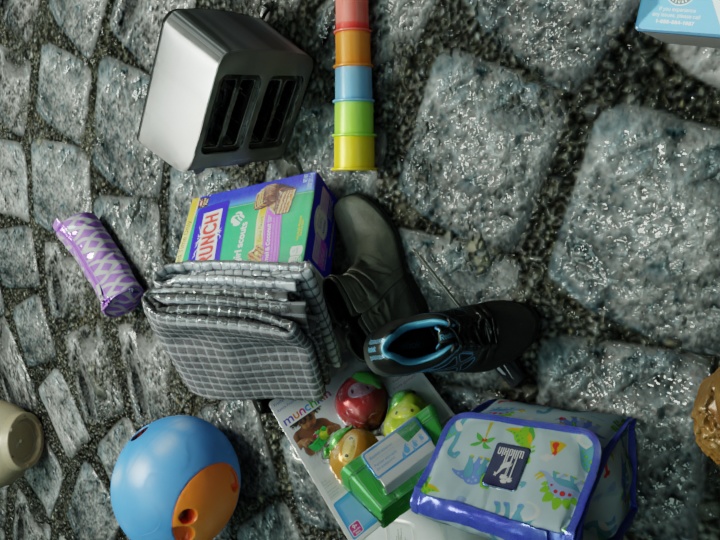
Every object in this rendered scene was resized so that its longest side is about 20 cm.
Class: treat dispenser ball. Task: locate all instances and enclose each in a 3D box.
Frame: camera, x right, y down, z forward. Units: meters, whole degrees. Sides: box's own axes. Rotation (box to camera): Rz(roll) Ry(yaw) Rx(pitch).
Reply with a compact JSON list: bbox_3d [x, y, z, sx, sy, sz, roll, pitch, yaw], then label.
[{"bbox_3d":[-0.284,0.330,1.044,0.197,0.199,0.207,9,105,36],"label":"treat dispenser ball"}]

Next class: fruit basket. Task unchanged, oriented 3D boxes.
[{"bbox_3d":[0.013,0.179,0.787,0.201,0.182,0.095,53,163,26],"label":"fruit basket"}]

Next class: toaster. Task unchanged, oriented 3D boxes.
[{"bbox_3d":[-0.169,-0.232,0.858,0.118,0.179,0.203,37,120,22],"label":"toaster"}]

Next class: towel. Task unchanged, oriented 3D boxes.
[{"bbox_3d":[-0.129,0.076,0.757,0.194,0.087,0.168,2,136,14],"label":"towel"}]

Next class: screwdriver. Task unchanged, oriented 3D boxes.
[{"bbox_3d":[0.123,0.050,0.782,0.028,0.029,0.202,-49,65,34],"label":"screwdriver"}]

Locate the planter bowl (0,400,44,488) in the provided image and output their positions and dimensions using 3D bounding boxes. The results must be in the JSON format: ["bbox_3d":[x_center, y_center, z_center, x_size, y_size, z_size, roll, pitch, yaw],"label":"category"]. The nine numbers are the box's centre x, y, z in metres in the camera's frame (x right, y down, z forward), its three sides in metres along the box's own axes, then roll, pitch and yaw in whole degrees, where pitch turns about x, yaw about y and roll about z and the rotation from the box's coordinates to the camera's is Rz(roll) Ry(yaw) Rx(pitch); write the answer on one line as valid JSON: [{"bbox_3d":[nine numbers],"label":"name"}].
[{"bbox_3d":[-0.787,0.380,1.476,0.131,0.200,0.206,-8,95,11],"label":"planter bowl"}]

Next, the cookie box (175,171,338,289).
[{"bbox_3d":[-0.136,-0.021,0.855,0.195,0.075,0.175,-9,56,23],"label":"cookie box"}]

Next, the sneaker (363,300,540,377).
[{"bbox_3d":[0.103,0.075,0.706,0.082,0.194,0.075,121,136,-78],"label":"sneaker"}]

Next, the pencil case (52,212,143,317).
[{"bbox_3d":[-0.464,-0.010,1.193,0.201,0.085,0.084,51,123,19],"label":"pencil case"}]

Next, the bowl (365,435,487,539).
[{"bbox_3d":[0.070,0.320,0.845,0.196,0.074,0.206,-4,95,38],"label":"bowl"}]

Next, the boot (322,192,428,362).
[{"bbox_3d":[0.000,0.000,0.798,0.067,0.129,0.203,-35,77,36],"label":"boot"}]

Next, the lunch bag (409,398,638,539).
[{"bbox_3d":[0.166,0.208,0.665,0.167,0.198,0.131,0,100,38],"label":"lunch bag"}]

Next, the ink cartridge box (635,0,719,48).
[{"bbox_3d":[0.306,-0.276,0.505,0.126,0.124,0.206,19,111,34],"label":"ink cartridge box"}]

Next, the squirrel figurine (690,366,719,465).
[{"bbox_3d":[0.383,0.127,0.542,0.184,0.141,0.203,31,131,18],"label":"squirrel figurine"}]

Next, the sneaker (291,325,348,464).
[{"bbox_3d":[-0.056,0.171,0.906,0.074,0.086,0.206,14,106,37],"label":"sneaker"}]

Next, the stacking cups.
[{"bbox_3d":[-0.008,-0.224,0.814,0.059,0.060,0.207,4,97,37],"label":"stacking cups"}]

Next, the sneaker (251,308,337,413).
[{"bbox_3d":[-0.081,0.116,0.863,0.199,0.066,0.092,-42,53,26],"label":"sneaker"}]
